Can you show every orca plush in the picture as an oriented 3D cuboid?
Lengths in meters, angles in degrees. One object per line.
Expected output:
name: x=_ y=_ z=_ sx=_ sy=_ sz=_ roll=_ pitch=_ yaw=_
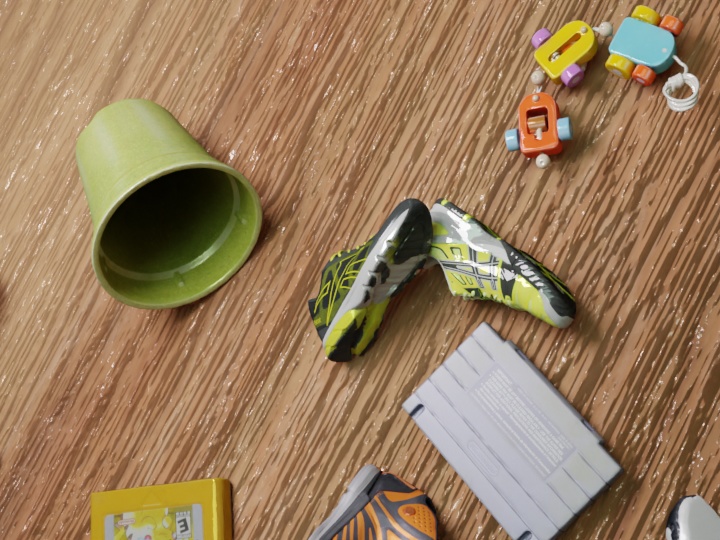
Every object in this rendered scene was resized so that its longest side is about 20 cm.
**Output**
orca plush: x=0.317 y=0.303 z=0.865 sx=0.104 sy=0.071 sz=0.201 roll=-20 pitch=65 yaw=-33

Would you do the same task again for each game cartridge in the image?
game cartridge: x=-0.220 y=0.338 z=1.084 sx=0.173 sy=0.032 sz=0.204 roll=-11 pitch=71 yaw=20
game cartridge: x=0.148 y=0.163 z=0.978 sx=0.129 sy=0.038 sz=0.200 roll=-43 pitch=64 yaw=2

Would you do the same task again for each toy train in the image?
toy train: x=0.245 y=-0.186 z=1.025 sx=0.197 sy=0.055 sz=0.153 roll=-13 pitch=72 yaw=22

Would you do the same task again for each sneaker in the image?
sneaker: x=0.136 y=0.006 z=1.012 sx=0.199 sy=0.075 sz=0.077 roll=40 pitch=100 yaw=37
sneaker: x=0.000 y=0.000 z=1.038 sx=0.085 sy=0.074 sz=0.202 roll=48 pitch=118 yaw=33
sneaker: x=0.011 y=0.279 z=0.941 sx=0.111 sy=0.078 sz=0.201 roll=21 pitch=51 yaw=21

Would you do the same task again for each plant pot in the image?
plant pot: x=-0.239 y=-0.093 z=1.139 sx=0.200 sy=0.200 sz=0.185 roll=-42 pitch=53 yaw=6
